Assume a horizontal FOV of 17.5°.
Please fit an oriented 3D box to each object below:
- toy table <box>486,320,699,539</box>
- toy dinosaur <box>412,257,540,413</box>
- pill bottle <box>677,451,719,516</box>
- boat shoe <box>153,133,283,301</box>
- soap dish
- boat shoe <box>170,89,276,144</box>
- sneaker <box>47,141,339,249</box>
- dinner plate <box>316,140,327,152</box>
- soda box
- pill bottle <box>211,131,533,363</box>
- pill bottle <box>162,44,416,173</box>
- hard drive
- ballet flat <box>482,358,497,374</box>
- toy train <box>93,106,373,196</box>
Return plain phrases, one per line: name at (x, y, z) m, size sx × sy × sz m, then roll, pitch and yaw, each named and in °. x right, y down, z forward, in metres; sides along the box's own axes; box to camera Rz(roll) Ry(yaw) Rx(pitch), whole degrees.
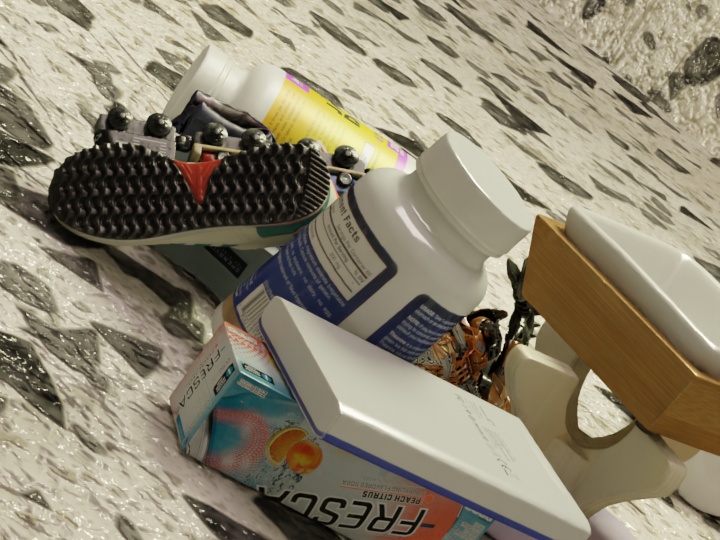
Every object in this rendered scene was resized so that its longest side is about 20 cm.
toy table at (0.147, 0.128, 1.624) m, size 0.199 × 0.117 × 0.184 m, roll 19°, pitch 22°, yaw -47°
toy dinosaur at (0.075, 0.063, 1.707) m, size 0.101 × 0.137 × 0.200 m, roll 12°, pitch -22°, yaw 3°
pill bottle at (0.305, 0.121, 2.014) m, size 0.114 × 0.114 × 0.200 m, roll 33°, pitch 15°, yaw -12°
boat shoe at (-0.088, -0.019, 1.654) m, size 0.200 × 0.071 × 0.091 m, roll 48°, pitch 14°, yaw 22°
soap dish at (0.214, 0.049, 1.629) m, size 0.157 × 0.081 × 0.200 m, roll 21°, pitch 20°, yaw -42°
boat shoe at (-0.071, -0.050, 1.723) m, size 0.199 × 0.093 × 0.075 m, roll 31°, pitch 15°, yaw -24°
sneaker at (-0.107, -0.039, 1.558) m, size 0.198 × 0.071 × 0.093 m, roll -2°, pitch -21°, yaw 14°
dinner plate at (0.000, 0.000, 1.726) m, size 0.200 × 0.024 × 0.201 m, roll -25°, pitch 90°, yaw -87°
soda box at (-0.015, 0.112, 1.408) m, size 0.199 × 0.064 × 0.068 m, roll 29°, pitch 16°, yaw -23°
pill bottle at (0.010, 0.006, 1.490) m, size 0.111 × 0.200 × 0.111 m, roll 44°, pitch 17°, yaw -17°
pill bottle at (-0.058, -0.096, 1.874) m, size 0.199 × 0.104 × 0.104 m, roll 33°, pitch 15°, yaw -12°
hard drive at (0.038, 0.094, 1.407) m, size 0.199 × 0.025 × 0.132 m, roll 28°, pitch 17°, yaw -31°
ballet flat at (0.074, 0.030, 1.805) m, size 0.200 × 0.057 × 0.067 m, roll 52°, pitch 3°, yaw -44°
toy train at (-0.085, -0.073, 1.604) m, size 0.199 × 0.034 × 0.046 m, roll 9°, pitch 61°, yaw -14°
